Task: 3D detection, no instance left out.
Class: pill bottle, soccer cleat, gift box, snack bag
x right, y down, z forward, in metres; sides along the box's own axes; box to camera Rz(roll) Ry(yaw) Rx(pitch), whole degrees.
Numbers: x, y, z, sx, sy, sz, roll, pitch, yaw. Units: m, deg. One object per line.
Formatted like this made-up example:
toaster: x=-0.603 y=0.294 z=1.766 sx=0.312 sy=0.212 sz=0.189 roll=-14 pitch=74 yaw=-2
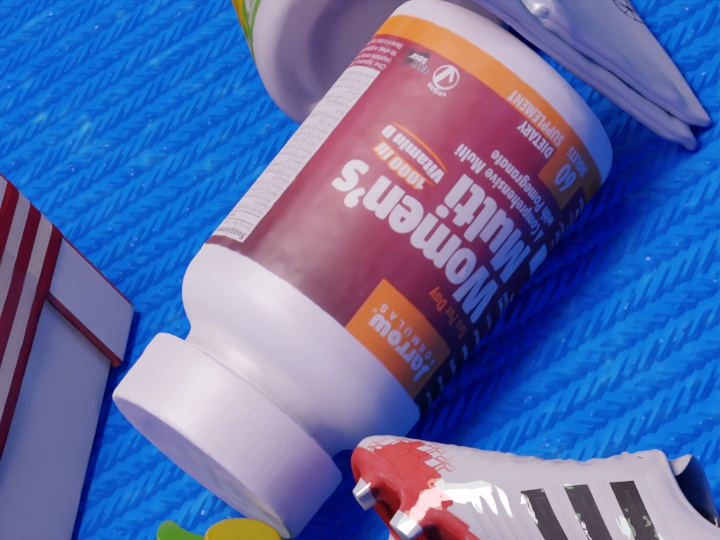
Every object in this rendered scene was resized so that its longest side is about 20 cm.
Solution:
pill bottle: x=-0.013 y=-0.156 z=1.290 sx=0.111 sy=0.111 sz=0.200 roll=-33 pitch=40 yaw=10
soccer cleat: x=0.079 y=0.094 z=1.032 sx=0.200 sy=0.069 sz=0.085 roll=22 pitch=61 yaw=44
gift box: x=-0.231 y=0.038 z=1.234 sx=0.199 sy=0.185 sz=0.187 roll=-7 pitch=52 yaw=26
pill bottle: x=0.000 y=0.000 z=1.140 sx=0.109 sy=0.110 sz=0.200 roll=25 pitch=72 yaw=48
snack bag: x=0.044 y=-0.147 z=1.175 sx=0.021 sy=0.200 sz=0.189 roll=-46 pitch=37 yaw=18

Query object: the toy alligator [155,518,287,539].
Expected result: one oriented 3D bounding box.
toy alligator: x=-0.013 y=0.144 z=1.069 sx=0.054 sy=0.059 sz=0.200 roll=-10 pitch=30 yaw=-28
